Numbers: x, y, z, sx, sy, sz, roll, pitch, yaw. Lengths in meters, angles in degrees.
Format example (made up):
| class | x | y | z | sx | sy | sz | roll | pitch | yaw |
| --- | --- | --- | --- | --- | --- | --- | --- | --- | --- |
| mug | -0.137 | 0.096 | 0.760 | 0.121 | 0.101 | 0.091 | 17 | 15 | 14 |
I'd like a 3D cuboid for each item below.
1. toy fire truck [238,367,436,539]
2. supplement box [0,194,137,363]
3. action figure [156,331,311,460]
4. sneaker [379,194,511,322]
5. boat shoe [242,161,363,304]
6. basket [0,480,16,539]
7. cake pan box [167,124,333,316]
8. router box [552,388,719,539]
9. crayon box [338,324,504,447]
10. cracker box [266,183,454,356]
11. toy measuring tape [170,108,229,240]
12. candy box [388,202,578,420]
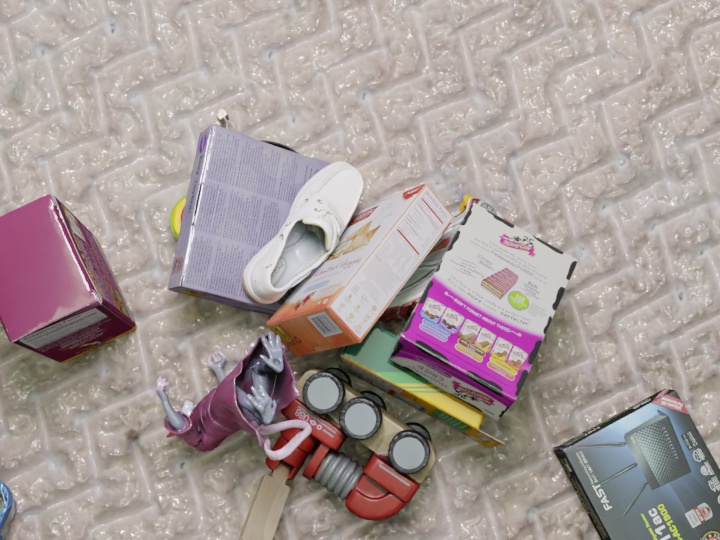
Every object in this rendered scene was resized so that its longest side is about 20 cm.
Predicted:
| class | x | y | z | sx | sy | sz | roll | pitch | yaw |
| --- | --- | --- | --- | --- | --- | --- | --- | --- | --- |
| toy fire truck | -0.034 | 0.230 | 1.154 | 0.176 | 0.129 | 0.200 | 34 | 92 | 5 |
| supplement box | -0.333 | 0.016 | 1.139 | 0.103 | 0.200 | 0.131 | -25 | 80 | -6 |
| action figure | -0.141 | 0.154 | 1.144 | 0.149 | 0.200 | 0.134 | 53 | 40 | 4 |
| sneaker | 0.085 | -0.012 | 1.224 | 0.200 | 0.078 | 0.082 | -39 | 78 | -17 |
| boat shoe | -0.050 | -0.044 | 1.161 | 0.071 | 0.069 | 0.200 | 42 | 67 | -19 |
| basket | -0.461 | 0.256 | 1.087 | 0.176 | 0.200 | 0.140 | 22 | 80 | 2 |
| cake pan box | -0.113 | -0.053 | 1.194 | 0.184 | 0.052 | 0.201 | 14 | 78 | -30 |
| router box | 0.334 | 0.256 | 1.177 | 0.149 | 0.062 | 0.201 | -27 | 81 | -5 |
| crayon box | 0.075 | 0.128 | 1.164 | 0.199 | 0.126 | 0.052 | 29 | 79 | 4 |
| cracker box | 0.000 | 0.000 | 1.144 | 0.058 | 0.134 | 0.200 | 49 | 58 | -15 |
| toy measuring tape | -0.190 | -0.094 | 1.231 | 0.073 | 0.074 | 0.201 | -1 | 79 | -1 |
| candy box | 0.134 | 0.041 | 1.116 | 0.136 | 0.061 | 0.200 | 30 | 58 | 3 |
